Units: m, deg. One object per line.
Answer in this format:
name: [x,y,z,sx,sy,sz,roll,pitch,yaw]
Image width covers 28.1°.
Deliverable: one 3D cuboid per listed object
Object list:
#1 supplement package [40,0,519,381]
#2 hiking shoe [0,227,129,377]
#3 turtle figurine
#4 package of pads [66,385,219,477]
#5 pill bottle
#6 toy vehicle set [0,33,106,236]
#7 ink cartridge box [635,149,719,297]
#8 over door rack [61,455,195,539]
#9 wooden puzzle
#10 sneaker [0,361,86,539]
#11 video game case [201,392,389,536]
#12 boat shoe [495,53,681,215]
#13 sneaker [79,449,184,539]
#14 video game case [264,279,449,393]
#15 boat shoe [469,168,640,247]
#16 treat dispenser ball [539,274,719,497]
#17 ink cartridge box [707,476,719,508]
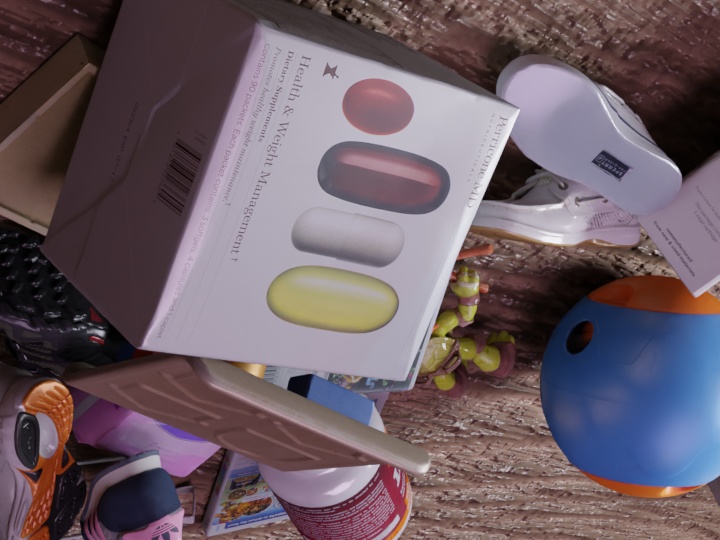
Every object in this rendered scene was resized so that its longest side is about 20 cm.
supplement package: [-0.049,-0.056,0.861,0.199,0.147,0.192,10,108,-40]
hiking shoe: [-0.224,0.038,0.989,0.199,0.076,0.101,25,135,-36]
turtle figurine: [0.070,0.062,1.239,0.200,0.065,0.161,-41,145,20]
package of pads: [-0.118,0.073,1.112,0.200,0.076,0.120,-40,144,18]
pill bottle: [-0.025,0.166,1.238,0.112,0.113,0.200,-25,147,-2]
toy vehicle set: [-0.157,-0.064,0.943,0.124,0.027,0.200,-37,145,16]
ink cartridge box: [0.331,-0.076,1.168,0.200,0.083,0.147,-38,175,16]
over door rack: [-0.231,0.208,1.227,0.199,0.067,0.148,-16,146,-16]
wooden puzzle: [-0.074,0.084,0.941,0.185,0.047,0.200,27,161,-30]
sneaker: [-0.266,0.141,1.089,0.076,0.092,0.201,-41,149,-44]
video game case: [-0.063,0.177,1.346,0.142,0.018,0.200,-9,142,-27]
boat shoe: [0.162,-0.108,1.073,0.073,0.066,0.200,-39,133,17]
sneaker: [-0.176,0.211,1.130,0.070,0.082,0.200,-22,161,-18]
video game case: [0.000,0.000,1.059,0.181,0.023,0.201,1,113,-44]
boat shoe: [0.156,-0.056,1.141,0.199,0.071,0.070,-2,102,-49]
treat dispenser ball: [0.263,0.105,1.308,0.200,0.201,0.201,-18,146,-13]
ink cartridge box: [0.517,0.200,1.720,0.146,0.086,0.200,-9,144,-24]
